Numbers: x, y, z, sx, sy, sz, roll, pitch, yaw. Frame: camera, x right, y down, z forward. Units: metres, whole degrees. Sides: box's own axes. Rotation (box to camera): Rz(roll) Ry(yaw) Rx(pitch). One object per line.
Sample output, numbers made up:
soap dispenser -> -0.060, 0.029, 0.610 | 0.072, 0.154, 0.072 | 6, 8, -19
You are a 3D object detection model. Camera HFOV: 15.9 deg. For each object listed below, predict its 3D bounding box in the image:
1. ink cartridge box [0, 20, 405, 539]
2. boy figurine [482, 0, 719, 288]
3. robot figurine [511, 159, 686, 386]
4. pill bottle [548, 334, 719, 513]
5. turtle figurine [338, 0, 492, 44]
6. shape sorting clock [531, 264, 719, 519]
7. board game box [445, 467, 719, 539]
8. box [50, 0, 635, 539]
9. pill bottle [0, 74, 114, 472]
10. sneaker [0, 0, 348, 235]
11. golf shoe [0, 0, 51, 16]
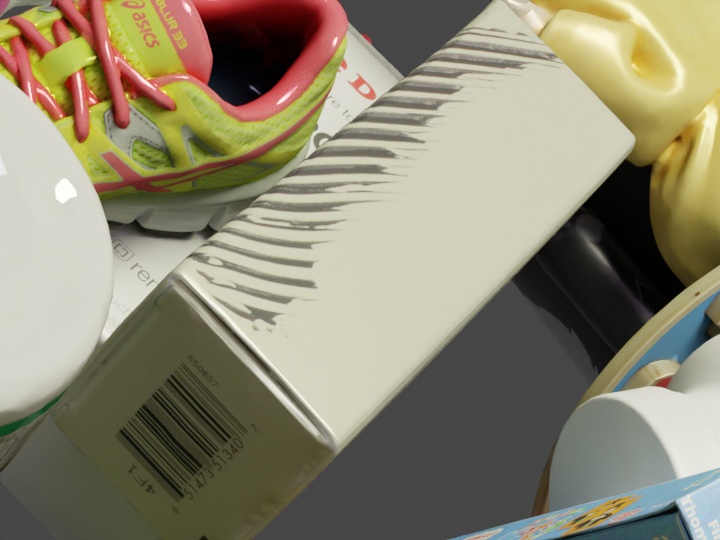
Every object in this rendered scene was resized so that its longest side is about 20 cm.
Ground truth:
ink cartridge box -> -0.058, -0.012, 0.859 | 0.146, 0.085, 0.200 | 45, 39, 2
boy figurine -> 0.088, -0.080, 0.881 | 0.200, 0.064, 0.124 | 52, 33, 4
robot figurine -> 0.122, -0.006, 0.967 | 0.150, 0.125, 0.200 | -33, 78, -24
pill bottle -> 0.159, 0.065, 0.786 | 0.199, 0.104, 0.105 | -5, 59, -28
turtle figurine -> -0.046, -0.145, 0.970 | 0.149, 0.101, 0.200 | 8, 34, -51
shape sorting clock -> 0.148, 0.061, 0.873 | 0.199, 0.201, 0.039 | 9, 31, -32
board game box -> 0.077, 0.141, 0.720 | 0.036, 0.200, 0.152 | -23, 89, -27
box -> 0.000, 0.000, 0.772 | 0.068, 0.082, 0.200 | 46, 40, 1
pill bottle -> -0.153, 0.039, 0.654 | 0.112, 0.200, 0.114 | 21, 45, -23
sneaker -> -0.085, -0.052, 0.742 | 0.199, 0.090, 0.078 | -16, 68, -41
golf shoe -> -0.119, -0.122, 0.813 | 0.199, 0.076, 0.092 | 6, 34, -36
